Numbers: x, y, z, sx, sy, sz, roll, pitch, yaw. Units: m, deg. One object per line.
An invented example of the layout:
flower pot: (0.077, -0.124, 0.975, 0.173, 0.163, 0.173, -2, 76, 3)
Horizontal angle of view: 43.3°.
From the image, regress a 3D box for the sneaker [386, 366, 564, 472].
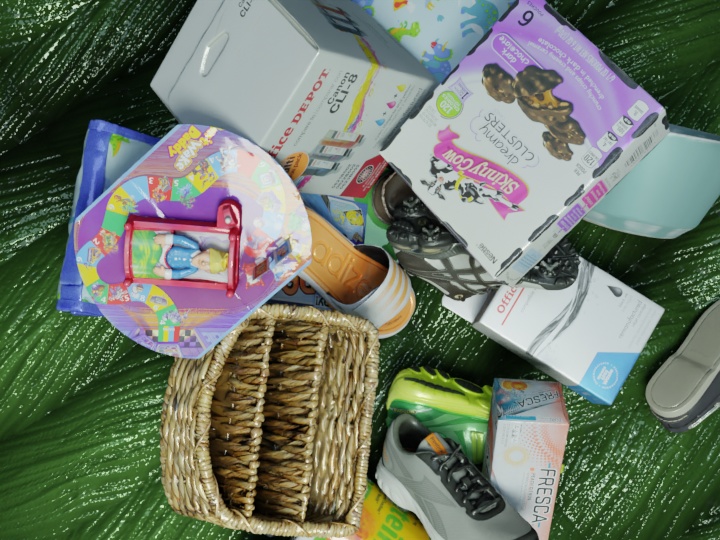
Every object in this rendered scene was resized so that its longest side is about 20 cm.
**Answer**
sneaker: (0.118, 0.166, 0.944, 0.198, 0.074, 0.084, 23, 115, -3)

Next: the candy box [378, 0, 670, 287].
candy box: (0.144, -0.115, 0.814, 0.200, 0.071, 0.168, -46, 69, 12)

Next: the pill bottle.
pill bottle: (0.033, 0.296, 0.902, 0.199, 0.111, 0.112, 36, 86, 3)

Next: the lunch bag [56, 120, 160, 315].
lunch bag: (-0.213, -0.036, 0.871, 0.126, 0.200, 0.173, 5, 84, 17)

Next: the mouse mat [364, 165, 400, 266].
mouse mat: (-0.046, -0.052, 0.985, 0.197, 0.008, 0.163, 15, 85, 2)

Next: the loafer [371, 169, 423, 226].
loafer: (0.109, -0.091, 0.953, 0.197, 0.071, 0.074, -11, 89, -3)

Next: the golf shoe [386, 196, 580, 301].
golf shoe: (0.123, -0.011, 0.907, 0.198, 0.095, 0.078, 18, 55, 26)

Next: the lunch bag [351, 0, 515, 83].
lunch bag: (0.076, -0.221, 0.939, 0.197, 0.127, 0.173, 2, 85, 4)

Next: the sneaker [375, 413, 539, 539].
sneaker: (0.084, 0.203, 0.840, 0.073, 0.199, 0.080, -15, 119, -35)

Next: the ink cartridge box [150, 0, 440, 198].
ink cartridge box: (-0.057, -0.169, 0.833, 0.145, 0.199, 0.146, 49, 117, 24)

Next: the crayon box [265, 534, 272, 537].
crayon box: (-0.103, 0.153, 0.944, 0.124, 0.052, 0.202, 25, 86, 2)

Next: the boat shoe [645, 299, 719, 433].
boat shoe: (0.383, 0.092, 0.959, 0.200, 0.073, 0.063, -41, 129, -9)

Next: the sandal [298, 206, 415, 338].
sandal: (-0.004, 0.007, 0.900, 0.206, 0.059, 0.080, 37, 70, -38)

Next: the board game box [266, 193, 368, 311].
board game box: (-0.075, -0.033, 0.898, 0.034, 0.199, 0.138, 1, 84, 43)

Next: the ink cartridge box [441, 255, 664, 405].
ink cartridge box: (0.196, 0.039, 0.947, 0.199, 0.067, 0.117, 31, 86, 3)

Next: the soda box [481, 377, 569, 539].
soda box: (0.153, 0.203, 0.883, 0.067, 0.064, 0.202, 3, 120, 2)

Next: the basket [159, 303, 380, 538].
basket: (-0.084, 0.130, 0.820, 0.148, 0.142, 0.203, 2, 80, 39)

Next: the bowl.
bowl: (0.277, -0.098, 0.914, 0.198, 0.201, 0.107, 11, 105, 1)

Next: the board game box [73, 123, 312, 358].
board game box: (-0.140, -0.017, 0.739, 0.199, 0.039, 0.158, -39, 105, 9)
